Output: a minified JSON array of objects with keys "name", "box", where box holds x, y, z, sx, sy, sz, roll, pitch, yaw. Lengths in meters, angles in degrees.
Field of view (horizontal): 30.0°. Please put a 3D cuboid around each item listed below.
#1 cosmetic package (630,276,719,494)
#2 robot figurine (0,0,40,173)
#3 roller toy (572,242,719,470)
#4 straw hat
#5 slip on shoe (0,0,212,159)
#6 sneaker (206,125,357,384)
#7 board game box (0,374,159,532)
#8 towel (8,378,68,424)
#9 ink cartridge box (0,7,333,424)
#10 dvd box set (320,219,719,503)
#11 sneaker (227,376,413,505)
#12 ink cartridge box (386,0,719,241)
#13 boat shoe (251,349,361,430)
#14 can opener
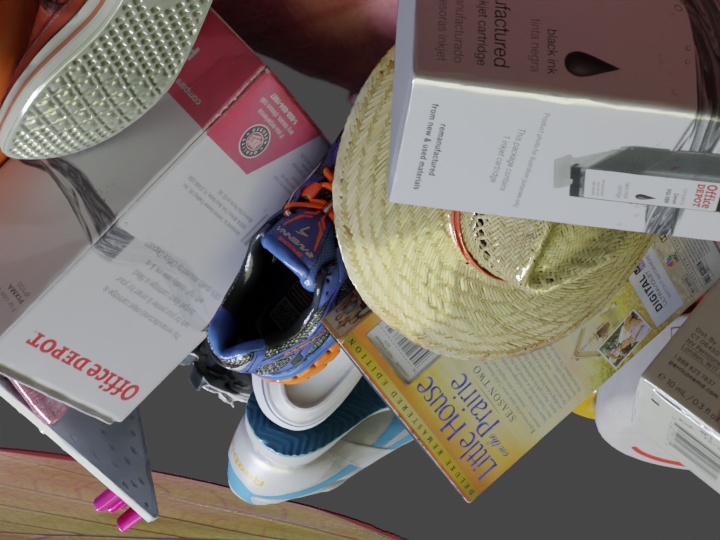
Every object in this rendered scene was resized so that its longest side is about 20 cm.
[{"name":"cosmetic package","box":[0.246,0.024,0.748,0.087,0.201,0.104,37,170,20]},{"name":"robot figurine","box":[-0.213,-0.104,0.674,0.117,0.144,0.200,43,160,10]},{"name":"roller toy","box":[0.255,0.068,0.952,0.197,0.142,0.182,13,157,-16]},{"name":"straw hat","box":[0.090,-0.037,0.625,0.199,0.204,0.085,16,-168,-25]},{"name":"slip on shoe","box":[-0.110,-0.124,0.597,0.073,0.062,0.200,-5,144,-44]},{"name":"sneaker","box":[-0.012,-0.018,0.695,0.075,0.201,0.078,38,-162,20]},{"name":"board game box","box":[-0.210,0.048,0.856,0.026,0.201,0.200,-35,125,6]},{"name":"towel","box":[-0.232,-0.012,0.792,0.023,0.144,0.201,-36,106,11]},{"name":"ink cartridge box","box":[-0.114,-0.029,0.720,0.083,0.200,0.147,46,180,27]},{"name":"dvd box set","box":[0.093,0.013,0.717,0.147,0.200,0.029,51,176,-34]},{"name":"sneaker","box":[-0.001,0.090,0.869,0.198,0.077,0.081,-14,149,-36]},{"name":"ink cartridge box","box":[0.115,-0.098,0.559,0.197,0.149,0.083,6,147,-3]},{"name":"boat shoe","box":[0.000,0.000,0.769,0.073,0.202,0.065,25,177,-15]},{"name":"can opener","box":[-0.116,0.044,1.008,0.052,0.067,0.200,16,-169,-31]}]
